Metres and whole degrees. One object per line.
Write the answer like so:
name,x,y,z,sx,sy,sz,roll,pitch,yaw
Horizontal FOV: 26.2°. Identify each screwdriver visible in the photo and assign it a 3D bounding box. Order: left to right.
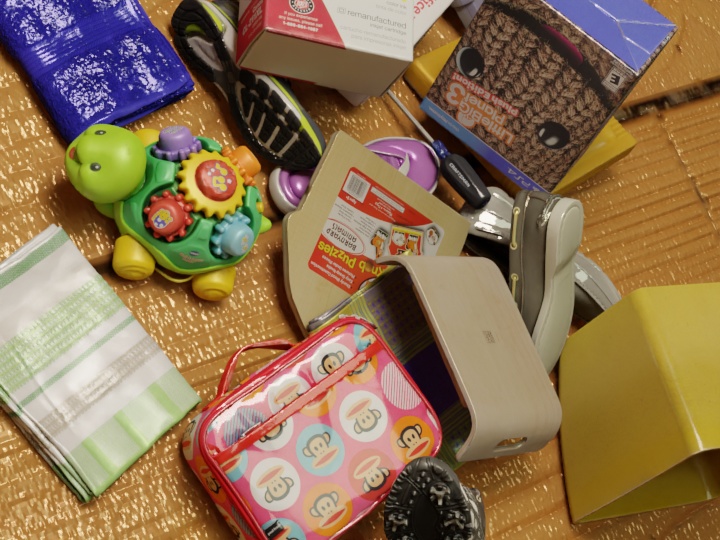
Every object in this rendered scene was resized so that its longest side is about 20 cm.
screwdriver,0.065,-0.141,1.544,0.028,0.029,0.200,-15,65,-50

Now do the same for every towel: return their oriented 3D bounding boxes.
towel,-0.239,0.072,1.283,0.200,0.031,0.149,50,53,-3
towel,-0.252,-0.221,1.396,0.148,0.050,0.200,-33,88,-38
towel,0.047,0.097,1.431,0.144,0.023,0.200,-33,97,-31

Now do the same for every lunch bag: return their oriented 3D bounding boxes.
lunch bag,-0.047,0.135,1.326,0.200,0.082,0.176,-35,92,-25

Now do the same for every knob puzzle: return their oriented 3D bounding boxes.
knob puzzle,0.000,0.000,1.451,0.220,0.030,0.220,1,88,-35

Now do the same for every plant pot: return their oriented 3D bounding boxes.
plant pot,0.306,0.120,1.503,0.200,0.200,0.176,-3,64,-33

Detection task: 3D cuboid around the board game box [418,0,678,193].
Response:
board game box,0.177,-0.194,1.490,0.159,0.200,0.097,38,49,5

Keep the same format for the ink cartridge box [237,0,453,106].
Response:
ink cartridge box,-0.023,-0.284,1.537,0.200,0.088,0.145,43,53,-5

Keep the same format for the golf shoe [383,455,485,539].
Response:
golf shoe,0.067,0.211,1.341,0.078,0.200,0.095,-1,45,11

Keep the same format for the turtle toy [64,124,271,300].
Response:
turtle toy,-0.165,-0.067,1.347,0.200,0.101,0.146,16,61,-25

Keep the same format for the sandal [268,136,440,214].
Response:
sandal,0.006,-0.089,1.495,0.203,0.050,0.082,-17,79,-36

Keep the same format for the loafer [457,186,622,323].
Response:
loafer,0.178,0.000,1.554,0.200,0.070,0.070,37,59,-3

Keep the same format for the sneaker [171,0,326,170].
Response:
sneaker,-0.089,-0.183,1.459,0.081,0.074,0.200,-27,78,-43

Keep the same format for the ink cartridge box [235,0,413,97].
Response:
ink cartridge box,-0.030,-0.277,1.425,0.146,0.083,0.200,9,68,-20

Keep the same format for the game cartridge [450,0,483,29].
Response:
game cartridge,0.097,-0.367,1.636,0.200,0.038,0.130,57,36,-25

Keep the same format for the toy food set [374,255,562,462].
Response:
toy food set,0.095,0.074,1.409,0.143,0.060,0.200,2,59,-52

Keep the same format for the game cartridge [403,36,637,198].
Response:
game cartridge,0.169,-0.169,1.617,0.176,0.032,0.200,-30,71,-37

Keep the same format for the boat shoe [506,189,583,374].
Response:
boat shoe,0.168,0.017,1.490,0.060,0.202,0.072,20,32,27
